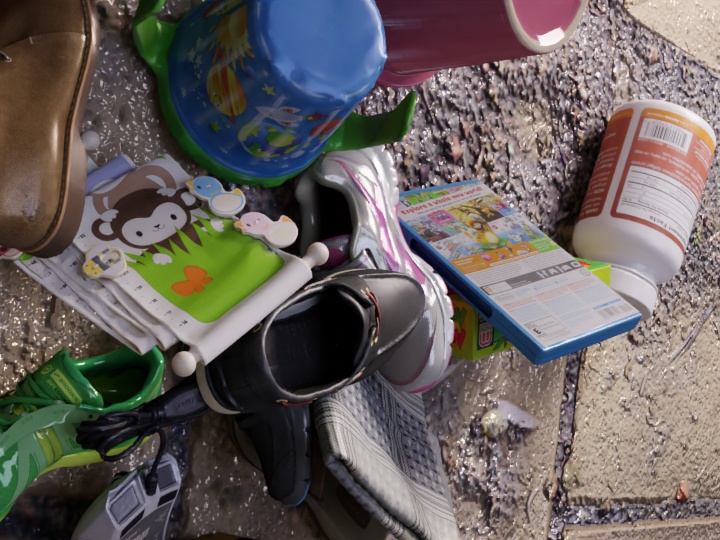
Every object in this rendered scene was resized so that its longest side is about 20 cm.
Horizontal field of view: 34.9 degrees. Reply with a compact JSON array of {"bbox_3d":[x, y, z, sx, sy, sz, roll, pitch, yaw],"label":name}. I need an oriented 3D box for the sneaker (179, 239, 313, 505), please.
[{"bbox_3d":[-0.081,0.066,0.798,0.081,0.073,0.203,-13,88,-6],"label":"sneaker"}]

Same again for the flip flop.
[{"bbox_3d":[-0.028,0.147,0.877,0.081,0.057,0.201,-50,119,-31],"label":"flip flop"}]

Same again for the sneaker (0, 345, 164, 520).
[{"bbox_3d":[-0.196,0.088,0.677,0.199,0.074,0.084,-26,148,-50],"label":"sneaker"}]

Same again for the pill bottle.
[{"bbox_3d":[0.277,-0.058,1.144,0.112,0.111,0.203,36,69,-41],"label":"pill bottle"}]

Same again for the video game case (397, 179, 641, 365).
[{"bbox_3d":[0.117,-0.006,0.936,0.142,0.200,0.018,-13,136,-44],"label":"video game case"}]

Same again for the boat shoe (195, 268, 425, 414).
[{"bbox_3d":[-0.015,0.042,0.737,0.200,0.062,0.075,-19,93,-50],"label":"boat shoe"}]

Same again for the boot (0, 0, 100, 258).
[{"bbox_3d":[-0.198,-0.113,0.647,0.075,0.073,0.204,18,64,-53],"label":"boot"}]

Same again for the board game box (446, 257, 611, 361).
[{"bbox_3d":[0.121,0.024,0.994,0.198,0.101,0.048,-13,110,-45],"label":"board game box"}]

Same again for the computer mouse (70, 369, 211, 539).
[{"bbox_3d":[-0.151,0.147,0.720,0.109,0.044,0.202,-32,150,-53],"label":"computer mouse"}]

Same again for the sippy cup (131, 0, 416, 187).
[{"bbox_3d":[-0.052,-0.138,0.756,0.176,0.130,0.142,-18,88,-31],"label":"sippy cup"}]

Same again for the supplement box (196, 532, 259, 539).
[{"bbox_3d":[-0.051,0.262,0.724,0.197,0.197,0.135,13,83,-70],"label":"supplement box"}]

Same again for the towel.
[{"bbox_3d":[0.019,0.119,0.867,0.200,0.034,0.194,50,16,-38],"label":"towel"}]

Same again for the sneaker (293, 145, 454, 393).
[{"bbox_3d":[0.000,0.000,0.855,0.088,0.081,0.203,-16,81,-53],"label":"sneaker"}]

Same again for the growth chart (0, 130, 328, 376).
[{"bbox_3d":[-0.131,-0.018,0.690,0.145,0.198,0.018,-49,158,-36],"label":"growth chart"}]

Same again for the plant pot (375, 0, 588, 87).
[{"bbox_3d":[0.066,-0.231,0.845,0.199,0.177,0.203,-21,117,-47],"label":"plant pot"}]
